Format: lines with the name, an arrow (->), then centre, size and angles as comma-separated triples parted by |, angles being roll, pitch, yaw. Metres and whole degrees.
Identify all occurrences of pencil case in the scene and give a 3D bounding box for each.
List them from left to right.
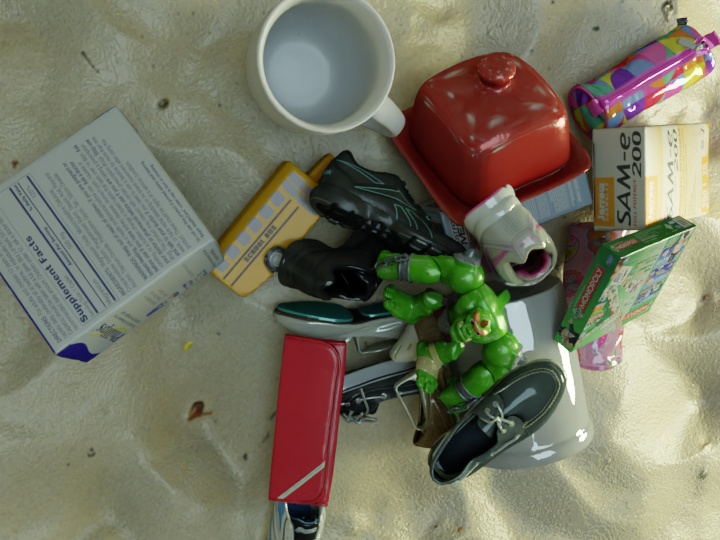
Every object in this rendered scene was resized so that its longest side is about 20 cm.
pencil case -> 0.316, 0.034, 1.107 | 0.087, 0.087, 0.202 | -2, 98, -15
pencil case -> 0.372, -0.251, 1.085 | 0.199, 0.088, 0.089 | -32, 104, -9

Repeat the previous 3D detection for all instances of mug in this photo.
mug -> -0.036, -0.212, 0.927 | 0.199, 0.175, 0.148 | 31, 88, -17

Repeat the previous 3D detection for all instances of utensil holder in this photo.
utensil holder -> 0.192, 0.122, 1.039 | 0.169, 0.170, 0.202 | -15, 98, -13

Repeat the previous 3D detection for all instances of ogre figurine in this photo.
ogre figurine -> 0.104, 0.056, 0.921 | 0.119, 0.098, 0.202 | -23, 80, 28

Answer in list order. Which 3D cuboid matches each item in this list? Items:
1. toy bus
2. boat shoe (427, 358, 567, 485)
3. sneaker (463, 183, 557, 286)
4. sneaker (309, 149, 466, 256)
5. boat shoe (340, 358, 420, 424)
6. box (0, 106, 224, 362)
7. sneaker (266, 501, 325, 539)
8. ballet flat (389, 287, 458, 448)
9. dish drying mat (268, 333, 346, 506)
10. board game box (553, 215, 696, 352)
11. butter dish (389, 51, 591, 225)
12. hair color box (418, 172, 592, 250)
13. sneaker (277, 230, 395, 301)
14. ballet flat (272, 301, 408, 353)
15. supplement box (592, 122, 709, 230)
toy bus -> -0.098, -0.061, 0.986 | 0.078, 0.065, 0.200 | 40, 86, -15
boat shoe -> 0.155, 0.178, 0.939 | 0.200, 0.062, 0.073 | -42, 84, 18
sneaker -> 0.178, -0.016, 0.938 | 0.081, 0.200, 0.088 | -38, 65, 6
sneaker -> 0.043, -0.068, 0.947 | 0.199, 0.075, 0.080 | 28, 68, -11
boat shoe -> 0.000, 0.158, 1.036 | 0.198, 0.074, 0.069 | -15, 86, -23
box -> -0.282, -0.035, 0.889 | 0.199, 0.105, 0.184 | -36, 83, -9
sneaker -> -0.080, 0.337, 1.037 | 0.071, 0.072, 0.202 | 2, 98, -17
ballet flat -> 0.075, 0.125, 1.007 | 0.072, 0.068, 0.202 | -9, 98, -9
dish drying mat -> -0.064, 0.180, 0.980 | 0.076, 0.018, 0.202 | 7, 96, 3
board game box -> 0.320, 0.013, 0.986 | 0.199, 0.029, 0.135 | -16, 136, -44
butter dish -> 0.151, -0.185, 0.959 | 0.199, 0.148, 0.200 | -23, 58, -14
hair color box -> 0.179, -0.083, 1.042 | 0.198, 0.099, 0.061 | -20, 103, -12
sneaker -> 0.000, 0.000, 0.983 | 0.199, 0.091, 0.077 | -17, 126, -39
ballet flat -> -0.012, 0.074, 1.030 | 0.198, 0.069, 0.070 | -1, 97, -19
supplement box -> 0.379, -0.124, 1.062 | 0.199, 0.073, 0.127 | -13, 103, -45
